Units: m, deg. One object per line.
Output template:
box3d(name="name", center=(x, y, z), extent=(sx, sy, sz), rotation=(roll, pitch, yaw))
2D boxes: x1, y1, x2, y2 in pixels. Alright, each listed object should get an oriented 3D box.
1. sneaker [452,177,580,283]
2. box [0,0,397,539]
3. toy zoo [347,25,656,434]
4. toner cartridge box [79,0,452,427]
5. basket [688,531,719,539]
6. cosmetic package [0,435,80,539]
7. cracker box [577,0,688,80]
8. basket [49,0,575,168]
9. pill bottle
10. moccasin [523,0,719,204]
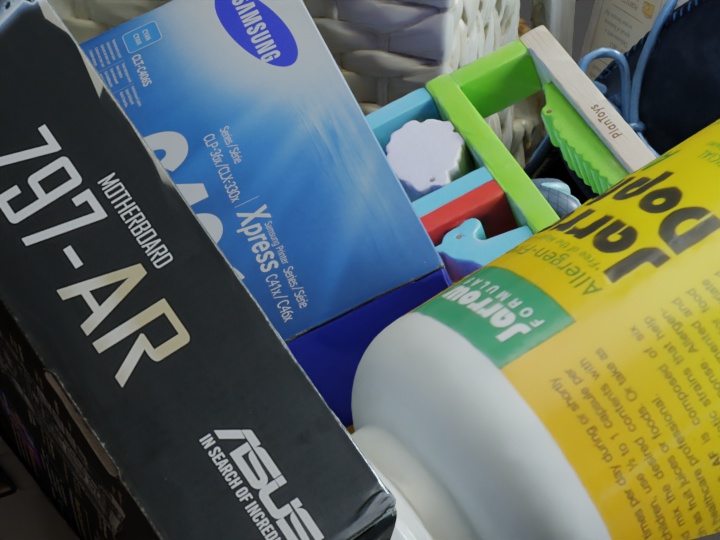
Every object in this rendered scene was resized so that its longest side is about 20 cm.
box3d(name="sneaker", center=(0.040, 0.002, 0.920), extent=(0.200, 0.086, 0.078), rotation=(10, 20, -8))
box3d(name="box", center=(-0.060, 0.024, 0.591), extent=(0.043, 0.200, 0.160), rotation=(-32, 76, -13))
box3d(name="toy zoo", center=(0.000, 0.000, 0.846), extent=(0.200, 0.020, 0.131), rotation=(-28, 39, -5))
box3d(name="toner cartridge box", center=(-0.038, -0.022, 0.839), extent=(0.095, 0.043, 0.200), rotation=(-25, 38, -2))
box3d(name="basket", center=(0.074, 0.126, 0.558), extent=(0.180, 0.136, 0.200), rotation=(31, 22, 22))
box3d(name="cosmetic package", center=(-0.105, 0.086, 0.614), extent=(0.082, 0.051, 0.200), rotation=(-27, 35, -17))
box3d(name="cracker box", center=(0.146, -0.074, 1.026), extent=(0.058, 0.200, 0.134), rotation=(3, 23, -31))
box3d(name="basket", center=(-0.026, -0.097, 1.038), extent=(0.200, 0.136, 0.123), rotation=(10, 20, 21))
box3d(name="pill bottle", center=(0.069, 0.042, 0.703), extent=(0.200, 0.113, 0.113), rotation=(-31, 38, -16))
box3d(name="moccasin", center=(0.105, -0.038, 0.961), extent=(0.068, 0.200, 0.081), rotation=(-12, 60, -34))
